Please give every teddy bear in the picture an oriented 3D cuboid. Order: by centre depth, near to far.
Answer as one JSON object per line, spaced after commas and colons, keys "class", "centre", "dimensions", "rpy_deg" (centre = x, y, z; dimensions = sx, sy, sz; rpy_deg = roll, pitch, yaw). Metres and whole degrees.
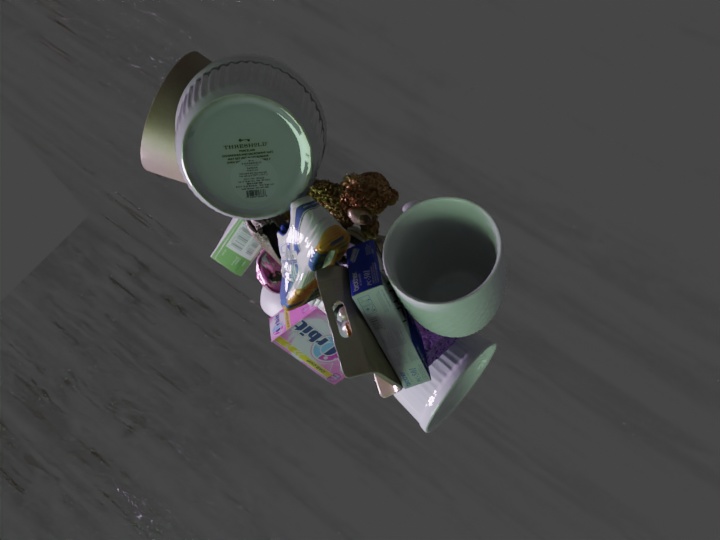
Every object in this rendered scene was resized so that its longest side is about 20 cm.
{"class": "teddy bear", "centre": [-0.036, -0.088, 0.852], "dimensions": [0.198, 0.067, 0.145], "rpy_deg": [3, 144, 34]}

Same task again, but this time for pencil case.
{"class": "pencil case", "centre": [-0.129, -0.018, 0.946], "dimensions": [0.082, 0.087, 0.200], "rpy_deg": [28, -176, -11]}

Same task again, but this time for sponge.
{"class": "sponge", "centre": [0.097, 0.102, 0.919], "dimensions": [0.111, 0.199, 0.030], "rpy_deg": [19, 137, 47]}

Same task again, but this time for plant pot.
{"class": "plant pot", "centre": [-0.190, -0.190, 0.848], "dimensions": [0.199, 0.189, 0.187], "rpy_deg": [26, 162, -5]}

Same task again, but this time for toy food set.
{"class": "toy food set", "centre": [-0.005, 0.092, 0.775], "dimensions": [0.200, 0.060, 0.145], "rpy_deg": [49, -158, -65]}

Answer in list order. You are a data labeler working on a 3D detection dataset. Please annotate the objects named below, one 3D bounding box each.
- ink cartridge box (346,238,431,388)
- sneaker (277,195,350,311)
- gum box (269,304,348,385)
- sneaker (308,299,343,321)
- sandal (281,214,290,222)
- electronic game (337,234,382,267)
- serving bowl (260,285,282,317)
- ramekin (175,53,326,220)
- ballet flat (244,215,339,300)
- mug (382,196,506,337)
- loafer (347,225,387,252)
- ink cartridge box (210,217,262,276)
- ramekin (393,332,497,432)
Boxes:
{"class": "ink cartridge box", "centre": [0.040, 0.063, 0.771], "dimensions": [0.094, 0.044, 0.201], "rpy_deg": [-98, -15, -50]}
{"class": "sneaker", "centre": [-0.076, -0.022, 0.769], "dimensions": [0.088, 0.075, 0.200], "rpy_deg": [52, 142, 16]}
{"class": "gum box", "centre": [-0.067, 0.133, 1.107], "dimensions": [0.200, 0.113, 0.066], "rpy_deg": [42, -161, -35]}
{"class": "sneaker", "centre": [-0.026, 0.040, 1.049], "dimensions": [0.080, 0.200, 0.074], "rpy_deg": [36, 117, 8]}
{"class": "sandal", "centre": [-0.082, -0.108, 0.976], "dimensions": [0.199, 0.054, 0.080], "rpy_deg": [-5, 142, 49]}
{"class": "electronic game", "centre": [0.000, 0.000, 0.900], "dimensions": [0.199, 0.042, 0.200], "rpy_deg": [30, 161, 11]}
{"class": "serving bowl", "centre": [-0.114, 0.031, 1.194], "dimensions": [0.199, 0.199, 0.066], "rpy_deg": [22, 125, 39]}
{"class": "ramekin", "centre": [-0.139, -0.161, 0.720], "dimensions": [0.200, 0.199, 0.105], "rpy_deg": [50, -165, -30]}
{"class": "ballet flat", "centre": [-0.090, -0.021, 0.829], "dimensions": [0.200, 0.067, 0.046], "rpy_deg": [46, 178, -18]}
{"class": "mug", "centre": [0.110, -0.009, 0.763], "dimensions": [0.201, 0.147, 0.176], "rpy_deg": [63, -177, 31]}
{"class": "loafer", "centre": [0.003, -0.028, 0.989], "dimensions": [0.199, 0.068, 0.076], "rpy_deg": [12, 148, 52]}
{"class": "ink cartridge box", "centre": [-0.173, -0.094, 0.948], "dimensions": [0.059, 0.201, 0.104], "rpy_deg": [33, 123, -16]}
{"class": "ramekin", "centre": [0.145, 0.179, 1.012], "dimensions": [0.097, 0.200, 0.201], "rpy_deg": [38, 162, 22]}
